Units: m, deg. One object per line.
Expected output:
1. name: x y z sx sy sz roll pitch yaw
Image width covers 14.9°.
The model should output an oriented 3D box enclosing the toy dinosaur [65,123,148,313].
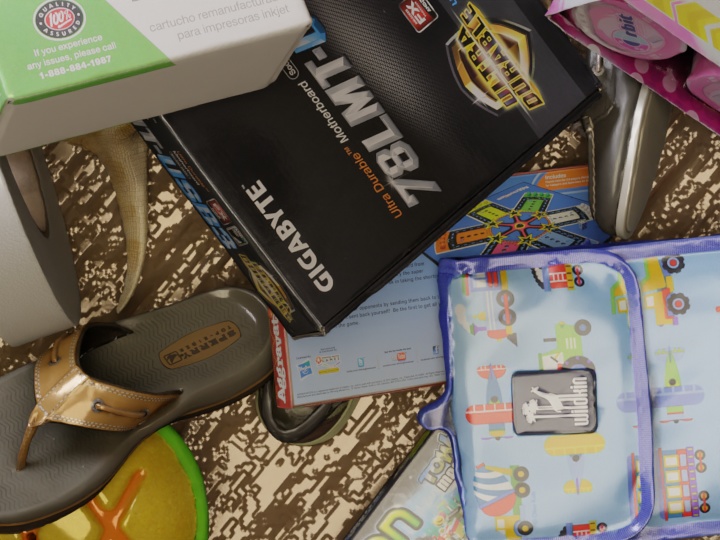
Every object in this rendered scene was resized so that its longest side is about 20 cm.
1. toy dinosaur: -0.123 -0.088 1.446 0.101 0.058 0.201 -19 103 13

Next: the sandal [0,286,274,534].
1. sandal: -0.122 0.058 1.365 0.199 0.055 0.082 -26 62 -22

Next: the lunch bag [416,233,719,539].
1. lunch bag: 0.125 0.062 1.408 0.199 0.094 0.151 -5 91 -11

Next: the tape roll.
1. tape roll: -0.187 -0.062 1.365 0.037 0.203 0.204 -19 94 0

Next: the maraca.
1. maraca: -0.174 0.127 1.427 0.199 0.107 0.138 -5 94 14

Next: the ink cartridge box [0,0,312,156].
1. ink cartridge box: -0.127 -0.170 1.237 0.145 0.084 0.201 -16 79 -19

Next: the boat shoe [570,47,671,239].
1. boat shoe: 0.133 -0.116 1.426 0.057 0.067 0.201 8 80 17

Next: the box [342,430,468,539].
1. box: 0.039 0.171 1.463 0.110 0.035 0.200 36 93 -2

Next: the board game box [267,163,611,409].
1. board game box: 0.043 0.006 1.414 0.199 0.019 0.103 -8 95 -29

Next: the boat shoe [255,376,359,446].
1. boat shoe: 0.000 0.000 1.436 0.073 0.065 0.201 18 93 -1

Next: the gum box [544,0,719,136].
1. gum box: 0.204 -0.129 1.383 0.200 0.066 0.114 31 70 -23

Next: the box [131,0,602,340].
1. box: -0.013 -0.104 1.339 0.198 0.050 0.200 -40 99 -22
